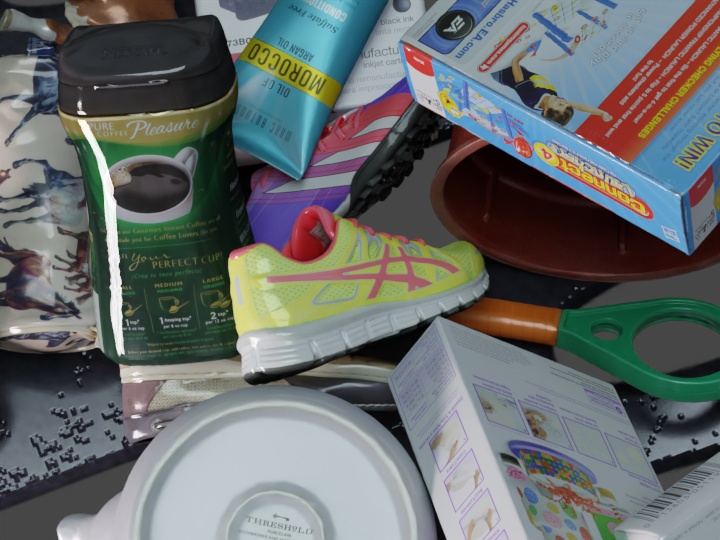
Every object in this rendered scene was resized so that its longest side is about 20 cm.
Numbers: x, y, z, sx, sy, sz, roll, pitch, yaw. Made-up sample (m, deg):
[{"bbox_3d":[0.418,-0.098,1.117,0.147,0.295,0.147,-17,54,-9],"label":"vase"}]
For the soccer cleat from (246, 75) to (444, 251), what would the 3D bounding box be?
[{"bbox_3d":[-0.024,-0.057,1.446,0.073,0.068,0.200,45,111,11],"label":"soccer cleat"}]

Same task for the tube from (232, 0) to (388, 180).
[{"bbox_3d":[-0.021,-0.155,1.441,0.077,0.050,0.200,26,79,18],"label":"tube"}]

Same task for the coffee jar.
[{"bbox_3d":[-0.115,-0.049,1.380,0.104,0.085,0.201,-4,115,5],"label":"coffee jar"}]

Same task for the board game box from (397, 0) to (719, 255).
[{"bbox_3d":[0.159,-0.134,1.306,0.196,0.056,0.200,32,67,29],"label":"board game box"}]

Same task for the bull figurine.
[{"bbox_3d":[-0.158,-0.169,1.477,0.121,0.200,0.065,22,116,-19],"label":"bull figurine"}]

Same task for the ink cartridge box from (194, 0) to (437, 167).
[{"bbox_3d":[-0.034,-0.179,1.514,0.144,0.084,0.201,-8,72,-2],"label":"ink cartridge box"}]

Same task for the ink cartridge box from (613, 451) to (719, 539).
[{"bbox_3d":[0.245,0.182,1.281,0.161,0.050,0.200,-32,107,-22],"label":"ink cartridge box"}]

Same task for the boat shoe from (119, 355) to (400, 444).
[{"bbox_3d":[-0.048,0.082,1.440,0.199,0.072,0.065,3,87,-3],"label":"boat shoe"}]

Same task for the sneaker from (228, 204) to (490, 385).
[{"bbox_3d":[0.000,0.000,1.392,0.200,0.078,0.091,-17,86,-48],"label":"sneaker"}]

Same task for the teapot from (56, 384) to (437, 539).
[{"bbox_3d":[-0.046,0.164,1.369,0.197,0.146,0.200,-36,80,-9],"label":"teapot"}]

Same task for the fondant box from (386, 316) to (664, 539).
[{"bbox_3d":[0.108,0.129,1.338,0.058,0.144,0.200,-51,36,24],"label":"fondant box"}]

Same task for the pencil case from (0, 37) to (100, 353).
[{"bbox_3d":[-0.196,-0.041,1.476,0.089,0.078,0.201,-12,69,23],"label":"pencil case"}]

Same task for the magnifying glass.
[{"bbox_3d":[0.143,0.040,1.458,0.199,0.022,0.080,11,41,10],"label":"magnifying glass"}]

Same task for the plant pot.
[{"bbox_3d":[0.150,-0.124,1.444,0.200,0.201,0.196,5,63,3],"label":"plant pot"}]
